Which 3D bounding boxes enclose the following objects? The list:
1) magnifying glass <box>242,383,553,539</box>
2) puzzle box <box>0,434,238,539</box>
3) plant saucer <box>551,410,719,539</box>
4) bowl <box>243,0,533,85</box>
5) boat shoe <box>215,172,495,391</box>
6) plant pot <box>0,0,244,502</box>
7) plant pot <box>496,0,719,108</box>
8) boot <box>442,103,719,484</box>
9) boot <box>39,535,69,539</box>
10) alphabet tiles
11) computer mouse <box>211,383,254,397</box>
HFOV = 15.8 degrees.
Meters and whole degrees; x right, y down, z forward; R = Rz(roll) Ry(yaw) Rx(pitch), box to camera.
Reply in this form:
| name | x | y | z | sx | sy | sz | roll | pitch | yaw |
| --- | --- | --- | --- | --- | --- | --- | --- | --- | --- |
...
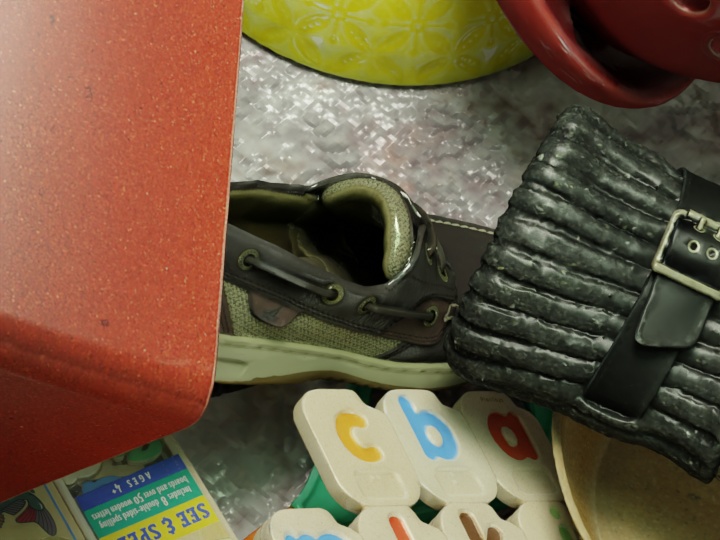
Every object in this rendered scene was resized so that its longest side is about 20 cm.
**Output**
| name | x | y | z | sx | sy | sz | roll | pitch | yaw |
| --- | --- | --- | --- | --- | --- | --- | --- | --- | --- |
| magnifying glass | -0.005 | 0.084 | 0.951 | 0.200 | 0.022 | 0.080 | -37 | 68 | -28 |
| puzzle box | -0.138 | 0.122 | 0.883 | 0.199 | 0.025 | 0.133 | -22 | 54 | -19 |
| plant saucer | 0.157 | 0.093 | 0.942 | 0.199 | 0.036 | 0.201 | 13 | 44 | -13 |
| bowl | 0.017 | -0.189 | 1.091 | 0.199 | 0.108 | 0.201 | 4 | 55 | -6 |
| boat shoe | 0.000 | 0.000 | 0.925 | 0.200 | 0.065 | 0.073 | -6 | 45 | -47 |
| plant pot | -0.161 | -0.047 | 0.806 | 0.176 | 0.200 | 0.201 | 13 | 69 | -29 |
| plant pot | 0.145 | -0.165 | 0.989 | 0.182 | 0.200 | 0.201 | -12 | 45 | 34 |
| boot | 0.139 | -0.022 | 0.914 | 0.157 | 0.080 | 0.211 | 29 | 69 | 14 |
| boot | -0.156 | 0.181 | 0.738 | 0.199 | 0.066 | 0.176 | -23 | 48 | 23 |
| alphabet tiles | 0.054 | 0.123 | 0.879 | 0.200 | 0.015 | 0.196 | 3 | 50 | -45 |
| computer mouse | -0.117 | -0.018 | 0.966 | 0.200 | 0.044 | 0.110 | 35 | 21 | 16 |
